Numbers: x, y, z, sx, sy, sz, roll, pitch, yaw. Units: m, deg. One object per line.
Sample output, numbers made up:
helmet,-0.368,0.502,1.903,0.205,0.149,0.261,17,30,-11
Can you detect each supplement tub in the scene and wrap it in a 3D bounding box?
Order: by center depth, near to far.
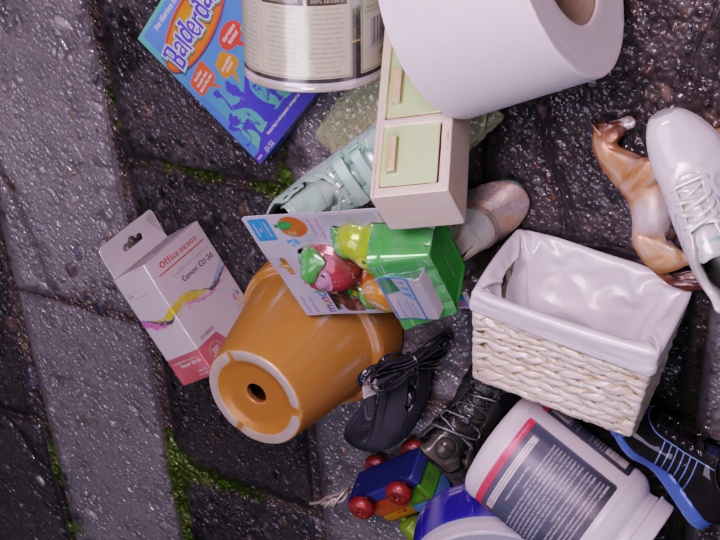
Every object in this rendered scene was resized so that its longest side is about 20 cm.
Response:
supplement tub,0.227,0.245,1.338,0.199,0.140,0.141,38,132,16

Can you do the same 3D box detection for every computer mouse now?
computer mouse,0.039,0.162,1.435,0.053,0.137,0.201,53,145,22

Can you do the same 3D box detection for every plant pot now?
plant pot,-0.077,0.097,1.420,0.198,0.183,0.203,16,126,23

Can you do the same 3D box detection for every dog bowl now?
dog bowl,0.158,0.348,1.460,0.197,0.079,0.202,4,129,5

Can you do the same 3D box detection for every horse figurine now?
horse figurine,0.302,-0.058,1.172,0.131,0.050,0.203,-9,111,28

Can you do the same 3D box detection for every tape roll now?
tape roll,0.124,-0.247,1.061,0.138,0.203,0.205,-14,111,37

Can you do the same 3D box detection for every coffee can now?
coffee can,-0.046,-0.289,1.163,0.144,0.146,0.203,13,119,25

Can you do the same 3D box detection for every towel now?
towel,0.045,-0.156,1.280,0.149,0.036,0.200,46,132,-1

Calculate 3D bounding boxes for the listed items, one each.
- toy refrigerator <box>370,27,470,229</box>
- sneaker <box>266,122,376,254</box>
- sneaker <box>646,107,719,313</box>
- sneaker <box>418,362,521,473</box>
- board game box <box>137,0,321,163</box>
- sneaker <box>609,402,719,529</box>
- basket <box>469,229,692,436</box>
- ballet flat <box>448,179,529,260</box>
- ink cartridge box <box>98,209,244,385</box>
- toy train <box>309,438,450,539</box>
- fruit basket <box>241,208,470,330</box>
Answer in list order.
toy refrigerator,0.059,-0.146,1.135,0.075,0.203,0.070,-4,154,19
sneaker,-0.017,-0.084,1.261,0.200,0.118,0.074,-31,98,44
sneaker,0.314,-0.052,1.100,0.070,0.080,0.202,-21,102,26
sneaker,0.130,0.159,1.379,0.076,0.114,0.201,34,129,6
board game box,-0.134,-0.239,1.333,0.200,0.045,0.152,45,132,0
sneaker,0.341,0.188,1.297,0.200,0.070,0.078,47,129,-12
basket,0.221,0.064,1.245,0.198,0.136,0.125,19,130,22
ballet flat,0.096,-0.033,1.305,0.199,0.068,0.068,-27,111,41
ink cartridge box,-0.222,0.024,1.510,0.067,0.117,0.201,-21,107,40
toy train,0.037,0.302,1.558,0.116,0.085,0.199,43,134,-18
fruit basket,0.000,0.000,1.237,0.197,0.095,0.186,-7,144,19
